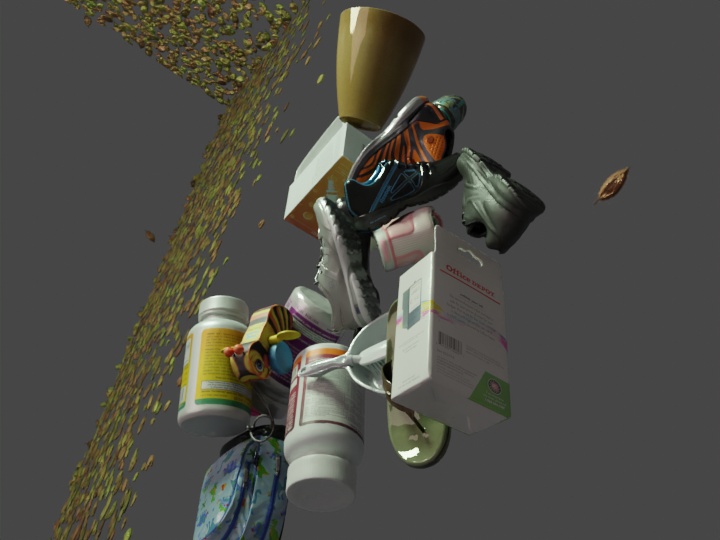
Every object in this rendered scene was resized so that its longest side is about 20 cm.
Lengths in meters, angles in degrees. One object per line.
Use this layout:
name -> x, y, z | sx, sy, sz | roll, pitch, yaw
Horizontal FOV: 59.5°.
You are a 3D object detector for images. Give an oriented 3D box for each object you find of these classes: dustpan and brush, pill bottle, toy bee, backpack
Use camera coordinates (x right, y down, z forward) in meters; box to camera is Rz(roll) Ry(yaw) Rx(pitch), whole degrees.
dustpan and brush -> 0.010, 0.116, 0.819 | 0.197, 0.057, 0.142 | -24, 41, 24
pill bottle -> -0.047, 0.209, 0.854 | 0.109, 0.108, 0.203 | -42, 31, 35
pill bottle -> -0.111, 0.139, 1.048 | 0.203, 0.111, 0.112 | -59, 25, 6
toy bee -> -0.144, 0.118, 0.904 | 0.129, 0.109, 0.202 | -30, 41, 8
backpack -> -0.174, 0.348, 0.947 | 0.162, 0.152, 0.204 | -35, 47, 32
pill bottle -> -0.225, 0.150, 1.004 | 0.112, 0.111, 0.204 | -36, 46, 42

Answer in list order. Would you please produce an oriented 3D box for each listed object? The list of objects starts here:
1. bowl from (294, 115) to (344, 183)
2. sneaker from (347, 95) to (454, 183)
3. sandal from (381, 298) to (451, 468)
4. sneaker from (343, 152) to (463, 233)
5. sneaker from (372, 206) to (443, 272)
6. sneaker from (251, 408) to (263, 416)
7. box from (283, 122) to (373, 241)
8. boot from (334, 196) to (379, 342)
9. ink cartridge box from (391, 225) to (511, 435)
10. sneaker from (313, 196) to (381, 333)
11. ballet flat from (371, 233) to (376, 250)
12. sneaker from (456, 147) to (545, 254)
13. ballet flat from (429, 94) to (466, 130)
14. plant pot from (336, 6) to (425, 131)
bowl -> -0.066, -0.213, 1.369 | 0.200, 0.074, 0.202 | -47, 28, 30
sneaker -> 0.068, -0.166, 0.994 | 0.200, 0.112, 0.077 | -48, -15, 17
sandal -> 0.051, 0.123, 0.722 | 0.079, 0.057, 0.205 | -23, 59, 28
sneaker -> 0.069, -0.131, 0.910 | 0.197, 0.083, 0.073 | -28, 10, -11
sneaker -> 0.073, -0.048, 0.947 | 0.102, 0.077, 0.200 | -21, 6, 1
sneaker -> -0.170, 0.185, 1.167 | 0.200, 0.081, 0.089 | -48, 25, 11
box -> -0.040, -0.157, 1.199 | 0.199, 0.123, 0.099 | -40, 32, 39
boot -> 0.000, 0.000, 0.963 | 0.132, 0.068, 0.205 | -120, 23, -62
ink cartridge box -> 0.102, 0.063, 0.705 | 0.067, 0.116, 0.203 | -38, 33, 43
sneaker -> -0.040, -0.009, 0.894 | 0.081, 0.074, 0.204 | -24, 70, 20
ballet flat -> 0.012, -0.077, 1.078 | 0.203, 0.073, 0.074 | -62, 24, 8
sneaker -> 0.159, -0.094, 0.817 | 0.092, 0.075, 0.201 | -59, 21, 21
ballet flat -> 0.112, -0.246, 1.085 | 0.198, 0.073, 0.076 | -11, 54, 57
plant pot -> 0.022, -0.401, 1.298 | 0.185, 0.183, 0.205 | 12, 87, 64
